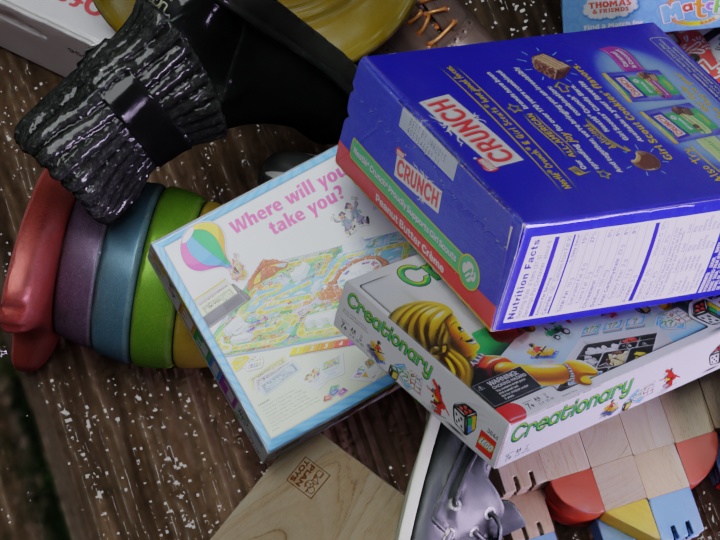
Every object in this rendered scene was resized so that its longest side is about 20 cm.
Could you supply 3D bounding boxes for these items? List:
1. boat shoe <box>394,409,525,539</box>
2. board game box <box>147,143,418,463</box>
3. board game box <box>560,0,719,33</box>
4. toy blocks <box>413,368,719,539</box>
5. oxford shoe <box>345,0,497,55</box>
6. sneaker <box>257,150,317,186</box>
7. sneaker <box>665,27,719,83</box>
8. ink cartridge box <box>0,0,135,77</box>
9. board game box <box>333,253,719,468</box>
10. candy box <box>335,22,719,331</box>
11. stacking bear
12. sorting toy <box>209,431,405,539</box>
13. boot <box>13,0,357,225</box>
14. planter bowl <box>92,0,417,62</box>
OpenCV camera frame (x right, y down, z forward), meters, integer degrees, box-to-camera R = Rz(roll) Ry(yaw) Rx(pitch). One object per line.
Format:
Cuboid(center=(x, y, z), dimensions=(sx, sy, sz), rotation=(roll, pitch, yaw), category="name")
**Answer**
Cuboid(center=(0.058, 0.118, 1.466), dimensions=(0.066, 0.075, 0.201), rotation=(12, 71, 4), category="boat shoe")
Cuboid(center=(0.000, 0.000, 1.534), dimensions=(0.199, 0.034, 0.135), rotation=(-28, 82, -13), category="board game box")
Cuboid(center=(0.188, -0.209, 1.640), dimensions=(0.150, 0.037, 0.201), rotation=(-5, 36, 3), category="board game box")
Cuboid(center=(0.146, 0.101, 1.538), dimensions=(0.199, 0.100, 0.138), rotation=(-16, 78, -9), category="toy blocks")
Cuboid(center=(0.032, -0.145, 1.656), dimensions=(0.200, 0.073, 0.071), rotation=(39, 75, 19), category="oxford shoe")
Cuboid(center=(0.038, -0.039, 1.618), dimensions=(0.199, 0.074, 0.080), rotation=(15, 65, 3), category="sneaker")
Cuboid(center=(0.198, -0.100, 1.626), dimensions=(0.107, 0.067, 0.202), rotation=(28, 69, 17), category="sneaker")
Cuboid(center=(-0.160, -0.224, 1.703), dimensions=(0.144, 0.084, 0.201), rotation=(25, 72, 16), category="ink cartridge box")
Cuboid(center=(0.100, 0.027, 1.450), dimensions=(0.199, 0.035, 0.126), rotation=(-20, 49, -40), category="board game box")
Cuboid(center=(0.115, -0.053, 1.467), dimensions=(0.199, 0.077, 0.169), rotation=(-7, 38, -31), category="candy box")
Cuboid(center=(-0.095, 0.012, 1.588), dimensions=(0.199, 0.122, 0.114), rotation=(12, 71, 3), category="stacking bear")
Cuboid(center=(-0.012, 0.227, 1.505), dimensions=(0.198, 0.070, 0.200), rotation=(35, 74, 18), category="sorting toy")
Cuboid(center=(-0.092, -0.085, 1.544), dimensions=(0.079, 0.211, 0.158), rotation=(37, 90, 39), category="boot")
Cuboid(center=(-0.061, -0.207, 1.600), dimensions=(0.199, 0.201, 0.084), rotation=(-4, 49, 4), category="planter bowl")
